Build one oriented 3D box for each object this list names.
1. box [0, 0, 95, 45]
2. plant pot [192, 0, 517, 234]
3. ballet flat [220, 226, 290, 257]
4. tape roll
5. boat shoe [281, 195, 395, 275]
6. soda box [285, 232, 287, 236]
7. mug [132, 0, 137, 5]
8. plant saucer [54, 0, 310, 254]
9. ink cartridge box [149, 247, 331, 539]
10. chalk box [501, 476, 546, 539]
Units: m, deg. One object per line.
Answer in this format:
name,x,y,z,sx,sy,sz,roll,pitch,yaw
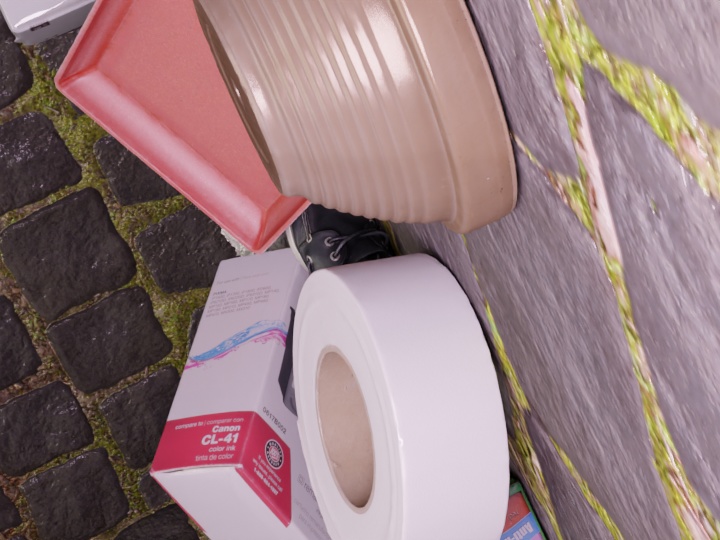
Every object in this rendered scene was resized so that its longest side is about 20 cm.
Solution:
box,-0.243,-0.302,1.449,0.199,0.198,0.132,-152,39,-80
plant pot,-0.014,-0.098,0.718,0.201,0.092,0.202,90,154,-75
ballet flat,-0.084,-0.043,1.380,0.200,0.071,0.072,-84,-29,-74
tape roll,0.020,0.093,1.014,0.202,0.070,0.205,170,90,-71
boat shoe,-0.002,0.001,1.178,0.066,0.074,0.202,-12,90,62
soda box,-0.003,0.028,1.329,0.069,0.063,0.201,-122,9,-48
mug,-0.152,-0.271,1.095,0.199,0.147,0.176,14,139,52
plant saucer,-0.103,-0.120,1.119,0.199,0.037,0.200,40,147,-6
ink cartridge box,-0.063,0.105,1.209,0.148,0.085,0.201,53,-139,-40
chalk box,0.073,0.219,1.136,0.125,0.124,0.200,65,174,-3
